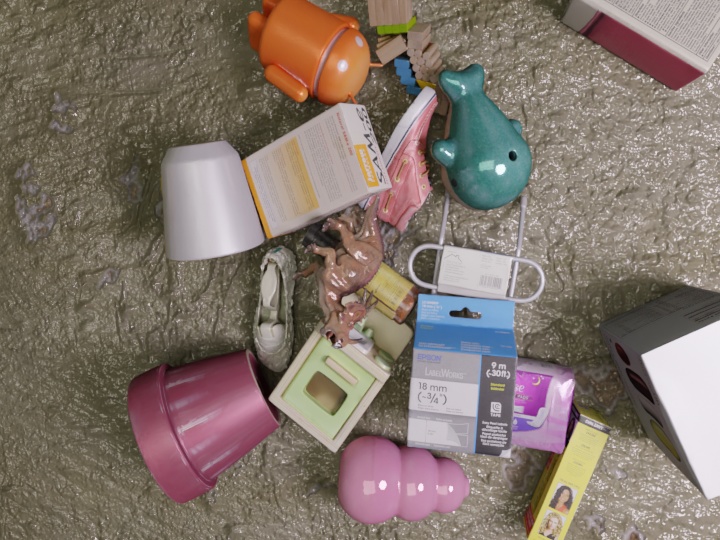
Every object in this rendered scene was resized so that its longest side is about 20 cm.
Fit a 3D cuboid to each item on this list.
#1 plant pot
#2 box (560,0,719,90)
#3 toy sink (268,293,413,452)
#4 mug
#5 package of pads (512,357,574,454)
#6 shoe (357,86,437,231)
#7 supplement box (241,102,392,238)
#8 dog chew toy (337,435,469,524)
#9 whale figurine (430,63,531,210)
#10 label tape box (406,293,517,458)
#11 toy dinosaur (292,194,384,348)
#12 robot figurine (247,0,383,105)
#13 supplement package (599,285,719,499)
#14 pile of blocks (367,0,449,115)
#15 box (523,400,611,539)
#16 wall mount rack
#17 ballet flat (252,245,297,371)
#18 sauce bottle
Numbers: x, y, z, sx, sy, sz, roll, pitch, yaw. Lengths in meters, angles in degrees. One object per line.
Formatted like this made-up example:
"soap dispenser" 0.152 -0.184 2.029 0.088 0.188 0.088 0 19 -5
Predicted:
"plant pot" -0.225 0.217 0.893 0.176 0.200 0.203 -25 90 -5
"box" 0.392 -0.356 0.783 0.198 0.109 0.129 34 99 6
"toy sink" -0.025 0.142 0.885 0.129 0.112 0.202 36 98 4
"mug" -0.244 -0.107 0.871 0.182 0.150 0.157 -3 106 14
"package of pads" 0.206 0.186 0.869 0.195 0.076 0.123 8 97 8
"shoe" 0.078 -0.158 0.863 0.090 0.072 0.202 33 111 3
"supplement box" -0.067 -0.141 0.859 0.197 0.073 0.129 -19 90 33
"dog chew toy" 0.065 0.318 0.884 0.195 0.125 0.128 5 95 0
"whale figurine" 0.171 -0.186 0.813 0.156 0.103 0.204 -17 98 -22
"label tape box" 0.139 0.141 0.808 0.141 0.063 0.205 4 93 8
"toy dinosaur" -0.010 0.000 0.826 0.135 0.086 0.201 37 85 3
"robot figurine" -0.068 -0.321 0.857 0.198 0.144 0.118 32 120 6
"supplement package" 0.439 0.145 0.765 0.145 0.200 0.194 -25 89 10
"pile of blocks" 0.076 -0.322 0.856 0.081 0.062 0.202 -17 115 34
"box" 0.301 0.301 0.864 0.049 0.075 0.204 21 98 9
"wall mount rack" 0.172 -0.029 0.864 0.195 0.075 0.178 9 99 8
"ballet flat" -0.141 0.063 0.923 0.070 0.072 0.205 4 95 9
"sauce bottle" 0.000 0.000 0.893 0.199 0.066 0.067 38 99 8
